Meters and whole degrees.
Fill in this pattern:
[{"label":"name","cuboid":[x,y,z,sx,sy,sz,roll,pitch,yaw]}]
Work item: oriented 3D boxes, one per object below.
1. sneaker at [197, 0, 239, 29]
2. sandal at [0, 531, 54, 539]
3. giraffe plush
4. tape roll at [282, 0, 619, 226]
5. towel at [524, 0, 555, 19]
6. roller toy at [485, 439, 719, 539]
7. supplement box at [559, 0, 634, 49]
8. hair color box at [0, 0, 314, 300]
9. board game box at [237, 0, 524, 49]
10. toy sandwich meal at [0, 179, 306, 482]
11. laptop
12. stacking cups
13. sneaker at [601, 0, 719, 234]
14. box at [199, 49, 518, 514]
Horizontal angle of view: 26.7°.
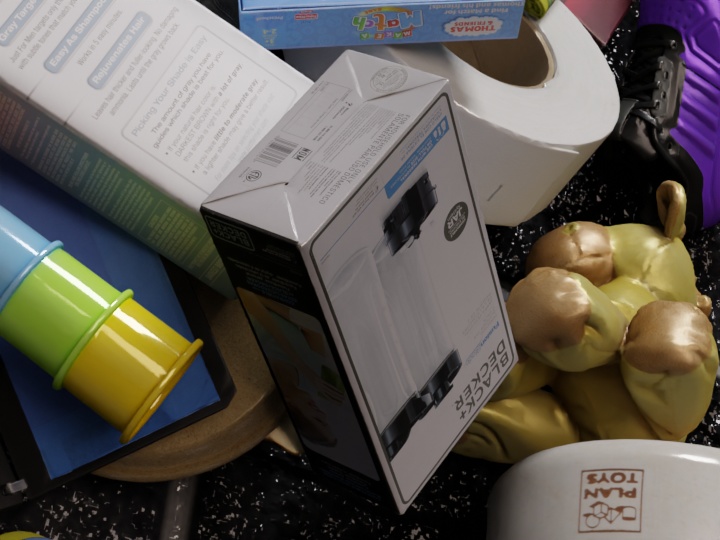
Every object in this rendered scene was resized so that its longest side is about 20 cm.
[{"label":"sneaker","cuboid":[-0.150,-0.155,0.862,0.200,0.079,0.095,19,84,-21]},{"label":"sandal","cuboid":[-0.115,0.209,0.714,0.079,0.087,0.200,-36,92,-37]},{"label":"giraffe plush","cuboid":[0.151,0.031,0.907,0.200,0.173,0.162,31,48,-21]},{"label":"tape roll","cuboid":[0.056,-0.124,0.916,0.202,0.071,0.202,24,38,-20]},{"label":"towel","cuboid":[0.121,-0.241,0.992,0.086,0.018,0.200,47,44,-12]},{"label":"roller toy","cuboid":[0.157,0.172,0.822,0.182,0.200,0.140,16,62,-17]},{"label":"supplement box","cuboid":[0.101,-0.239,1.036,0.200,0.061,0.109,42,55,-10]},{"label":"hair color box","cuboid":[-0.113,-0.085,0.738,0.200,0.061,0.099,34,60,-8]},{"label":"board game box","cuboid":[0.002,-0.212,0.855,0.151,0.037,0.200,-3,57,-5]},{"label":"toy sandwich meal","cuboid":[-0.102,0.019,0.805,0.205,0.070,0.205,0,80,-2]},{"label":"laptop","cuboid":[-0.190,0.021,0.713,0.200,0.103,0.177,-12,72,-48]},{"label":"stacking cups","cuboid":[-0.166,-0.006,0.690,0.200,0.061,0.061,39,56,-2]},{"label":"sneaker","cuboid":[0.204,-0.117,1.014,0.099,0.070,0.200,-19,103,-24]},{"label":"box","cuboid":[0.008,0.010,0.728,0.117,0.060,0.200,-49,142,-28]}]
